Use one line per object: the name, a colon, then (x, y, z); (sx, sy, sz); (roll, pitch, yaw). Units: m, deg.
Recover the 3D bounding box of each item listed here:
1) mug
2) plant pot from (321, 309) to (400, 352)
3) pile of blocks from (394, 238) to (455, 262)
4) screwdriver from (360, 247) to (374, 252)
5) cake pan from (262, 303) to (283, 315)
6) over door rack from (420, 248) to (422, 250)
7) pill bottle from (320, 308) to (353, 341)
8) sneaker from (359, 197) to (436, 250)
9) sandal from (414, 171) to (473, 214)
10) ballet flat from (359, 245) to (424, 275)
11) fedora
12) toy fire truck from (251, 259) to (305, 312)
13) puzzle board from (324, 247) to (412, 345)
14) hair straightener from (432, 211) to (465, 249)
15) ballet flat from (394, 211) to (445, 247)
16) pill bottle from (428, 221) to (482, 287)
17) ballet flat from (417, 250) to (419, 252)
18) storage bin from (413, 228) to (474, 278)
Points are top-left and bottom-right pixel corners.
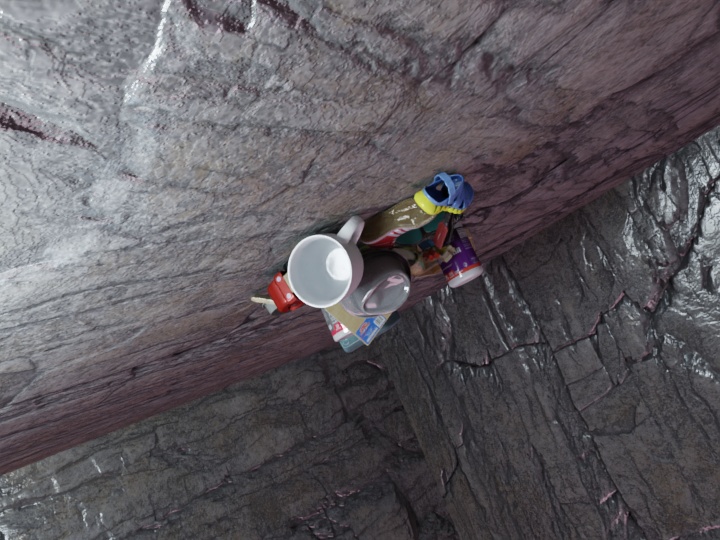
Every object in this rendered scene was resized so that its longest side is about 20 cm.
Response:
mug: (-0.051, -0.029, 1.156); (0.203, 0.146, 0.175); (-59, 170, 13)
plant pot: (-0.011, 0.138, 1.628); (0.193, 0.199, 0.200); (-31, -179, 14)
pile of blocks: (0.169, -0.053, 1.442); (0.194, 0.085, 0.062); (-10, -175, -6)
screwdriver: (0.004, -0.050, 1.337); (0.029, 0.028, 0.199); (-44, -171, -20)
cake pan: (-0.195, 0.081, 1.560); (0.196, 0.037, 0.201); (-25, 169, -5)
over door rack: (0.142, -0.062, 1.603); (0.146, 0.068, 0.198); (-32, 168, 34)
pill bottle: (-0.060, 0.077, 1.416); (0.108, 0.204, 0.111); (-24, 170, -5)
sneaker: (0.093, -0.108, 1.254); (0.195, 0.073, 0.112); (-19, 166, 8)
sandal: (0.208, -0.180, 1.187); (0.198, 0.080, 0.088); (-19, 155, -51)
ballet flat: (0.077, -0.041, 1.388); (0.195, 0.073, 0.070); (17, -174, 23)
fedora: (0.045, 0.048, 1.270); (0.196, 0.181, 0.090); (-24, -152, -8)
toy fire truck: (-0.186, 0.055, 1.304); (0.199, 0.130, 0.175); (-39, 166, 14)
puzzle board: (0.022, 0.065, 1.349); (0.202, 0.150, 0.017); (-52, -168, -8)
hair straightener: (0.240, -0.145, 1.368); (0.076, 0.041, 0.203); (-28, 145, -26)
ballet flat: (0.151, -0.106, 1.421); (0.196, 0.076, 0.074); (-19, 168, -26)
pill bottle: (0.271, -0.061, 1.540); (0.110, 0.204, 0.113); (-24, 169, -5)
ballet flat: (0.086, -0.008, 1.528); (0.198, 0.069, 0.068); (-36, 132, 23)
storage bin: (0.286, -0.066, 1.845); (0.196, 0.096, 0.198); (-31, 168, 27)
